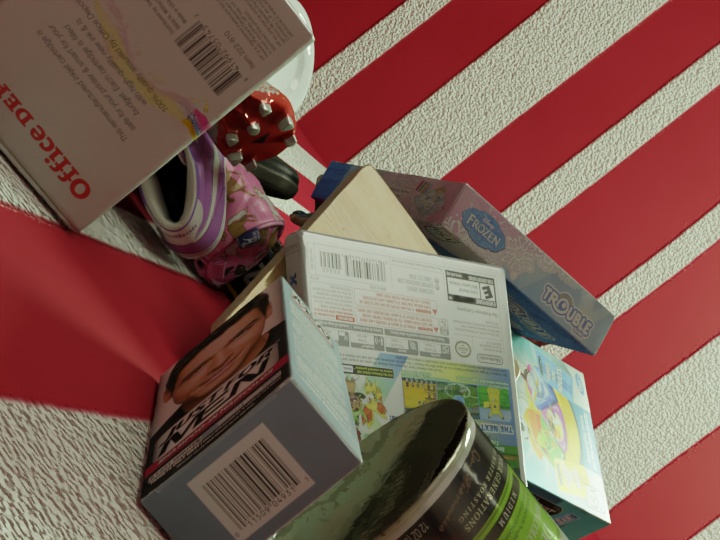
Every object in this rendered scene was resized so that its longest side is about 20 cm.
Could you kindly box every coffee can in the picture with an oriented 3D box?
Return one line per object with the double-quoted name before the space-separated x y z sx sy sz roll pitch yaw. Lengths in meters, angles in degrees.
"coffee can" 0.062 0.197 0.907 0.200 0.146 0.146 51 5 -12

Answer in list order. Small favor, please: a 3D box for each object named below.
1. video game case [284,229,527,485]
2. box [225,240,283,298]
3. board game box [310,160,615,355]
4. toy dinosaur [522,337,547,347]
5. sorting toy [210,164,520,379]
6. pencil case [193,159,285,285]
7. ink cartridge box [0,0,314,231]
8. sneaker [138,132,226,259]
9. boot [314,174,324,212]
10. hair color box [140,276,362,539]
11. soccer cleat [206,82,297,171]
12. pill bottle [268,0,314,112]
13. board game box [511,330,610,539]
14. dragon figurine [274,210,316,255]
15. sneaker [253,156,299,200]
"video game case" 0.035 0.074 1.110 0.199 0.022 0.184 10 68 -40
"box" -0.088 0.002 1.425 0.201 0.049 0.160 54 3 17
"board game box" 0.083 -0.012 1.334 0.200 0.044 0.198 39 -14 -31
"toy dinosaur" 0.083 0.146 1.423 0.104 0.201 0.182 27 16 3
"sorting toy" -0.005 0.065 1.141 0.201 0.069 0.199 53 48 -14
"pencil case" -0.146 -0.088 1.317 0.201 0.083 0.086 55 9 12
"ink cartridge box" -0.151 -0.145 1.020 0.145 0.199 0.085 51 1 -15
"sneaker" -0.138 -0.119 1.222 0.114 0.072 0.203 60 21 -76
"boot" 0.010 0.024 1.476 0.186 0.064 0.201 41 -39 19
"hair color box" -0.060 0.079 0.865 0.061 0.099 0.200 50 5 -13
"soccer cleat" -0.107 -0.140 1.164 0.200 0.068 0.086 35 27 -60
"pill bottle" -0.149 -0.195 1.411 0.198 0.113 0.112 8 -18 27
"board game box" 0.125 0.124 1.336 0.199 0.047 0.152 30 41 -40
"dragon figurine" 0.000 0.000 1.295 0.198 0.059 0.099 17 28 29
"sneaker" -0.120 -0.148 1.485 0.199 0.115 0.076 33 -3 29
